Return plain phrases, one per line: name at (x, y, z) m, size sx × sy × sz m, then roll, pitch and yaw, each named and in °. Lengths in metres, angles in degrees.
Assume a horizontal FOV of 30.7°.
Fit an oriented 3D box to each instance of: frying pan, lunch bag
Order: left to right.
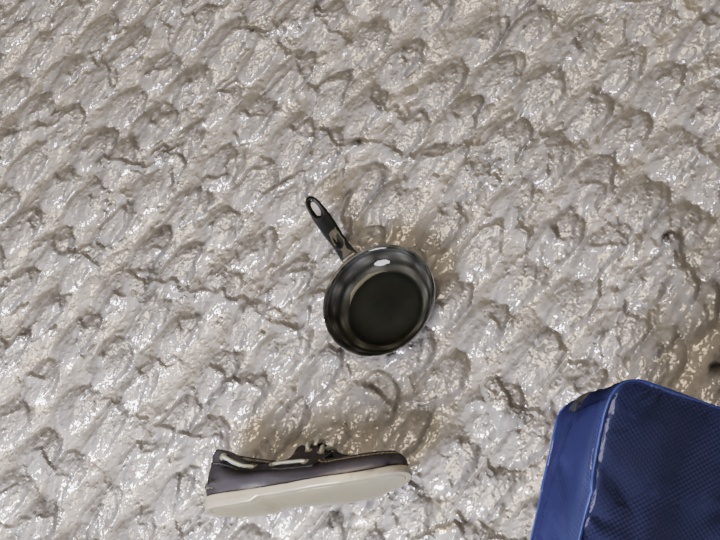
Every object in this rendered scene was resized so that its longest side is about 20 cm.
frying pan at (-0.009, 0.015, 1.269) m, size 0.189 × 0.031 × 0.115 m, roll 29°, pitch 79°, yaw 32°
lunch bag at (0.215, 0.182, 1.044) m, size 0.135 × 0.132 × 0.202 m, roll 21°, pitch 70°, yaw -9°

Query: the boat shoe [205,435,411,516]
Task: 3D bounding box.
boat shoe at (-0.051, 0.177, 1.182) m, size 0.198 × 0.073 × 0.063 m, roll -13°, pitch 64°, yaw 20°
